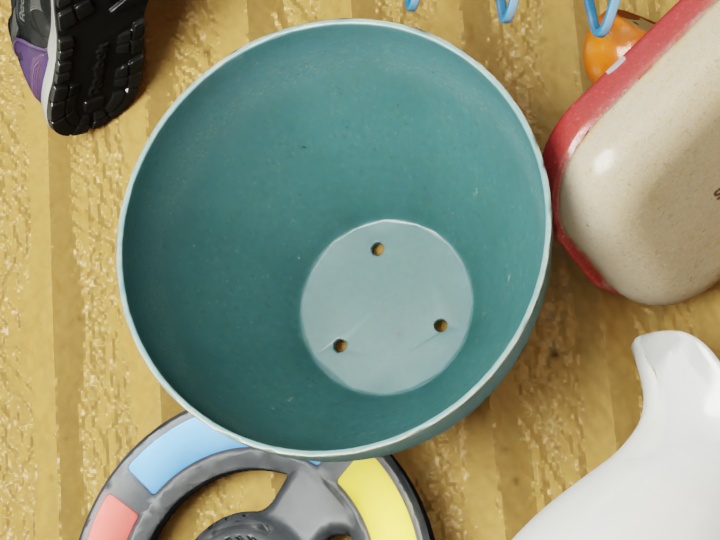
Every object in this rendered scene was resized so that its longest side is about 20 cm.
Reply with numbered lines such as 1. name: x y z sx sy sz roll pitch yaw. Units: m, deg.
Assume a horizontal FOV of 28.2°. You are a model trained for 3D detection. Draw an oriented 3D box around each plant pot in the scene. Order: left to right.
1. plant pot: 0.000 0.000 0.691 0.197 0.135 0.203 -4 73 13

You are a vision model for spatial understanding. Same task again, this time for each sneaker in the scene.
1. sneaker: -0.151 -0.166 0.743 0.075 0.201 0.088 -21 65 -37

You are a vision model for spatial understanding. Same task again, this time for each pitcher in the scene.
1. pitcher: 0.147 0.156 0.648 0.171 0.121 0.201 33 75 7

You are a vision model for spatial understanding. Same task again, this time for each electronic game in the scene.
1. electronic game: -0.056 0.161 0.718 0.197 0.042 0.203 -5 74 16

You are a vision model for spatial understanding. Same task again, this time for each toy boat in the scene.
1. toy boat: 0.158 -0.091 0.698 0.200 0.130 0.131 -44 45 2

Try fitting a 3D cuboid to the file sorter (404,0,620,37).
1. file sorter: 0.033 -0.202 0.671 0.197 0.140 0.124 7 41 -6
